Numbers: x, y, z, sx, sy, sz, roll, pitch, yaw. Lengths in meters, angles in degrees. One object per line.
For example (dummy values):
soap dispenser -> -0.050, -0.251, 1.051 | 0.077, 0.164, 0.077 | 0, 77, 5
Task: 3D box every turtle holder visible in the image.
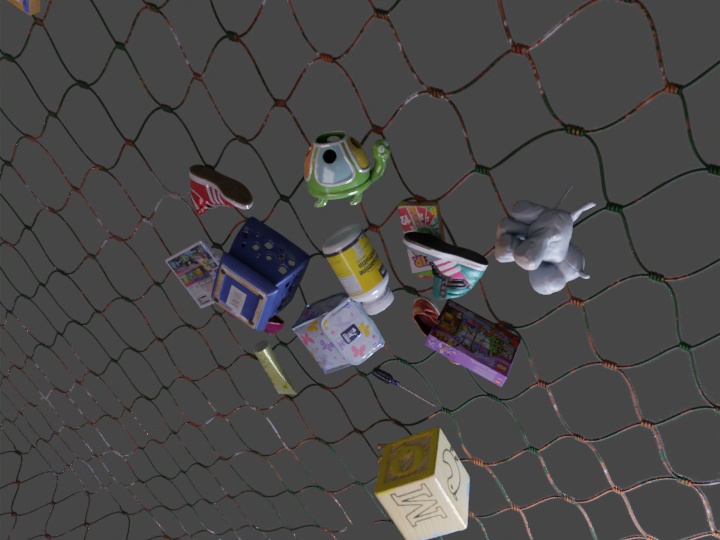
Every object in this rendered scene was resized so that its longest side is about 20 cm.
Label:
turtle holder -> -0.036, -0.223, 1.459 | 0.181, 0.141, 0.135 | 8, 127, 28

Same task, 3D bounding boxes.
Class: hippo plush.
hippo plush -> 0.373, -0.050, 1.365 | 0.199, 0.160, 0.161 | -40, 125, 3

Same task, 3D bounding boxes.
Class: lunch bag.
lunch bag -> -0.055, 0.157, 1.776 | 0.197, 0.128, 0.171 | -21, 113, 33

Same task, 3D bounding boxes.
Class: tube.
tube -> -0.260, 0.305, 2.071 | 0.058, 0.051, 0.203 | 45, 162, 58

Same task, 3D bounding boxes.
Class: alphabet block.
alphabet block -> 0.174, 0.594, 1.891 | 0.193, 0.197, 0.202 | -25, 112, 22

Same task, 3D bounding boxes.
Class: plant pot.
plant pot -> -0.271, 0.020, 1.765 | 0.197, 0.181, 0.202 | 32, 134, 4

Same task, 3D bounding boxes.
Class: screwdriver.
screwdriver -> 0.120, 0.317, 1.860 | 0.196, 0.029, 0.028 | 25, 133, 8

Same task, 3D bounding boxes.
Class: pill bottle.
pill bottle -> 0.000, 0.000, 1.627 | 0.110, 0.113, 0.203 | -15, 115, 38

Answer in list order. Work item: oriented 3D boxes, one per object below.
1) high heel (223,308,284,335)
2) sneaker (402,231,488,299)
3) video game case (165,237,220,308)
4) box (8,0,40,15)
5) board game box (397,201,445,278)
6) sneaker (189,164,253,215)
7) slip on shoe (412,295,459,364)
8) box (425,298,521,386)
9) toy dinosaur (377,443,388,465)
high heel -> -0.306, 0.113, 1.926 | 0.199, 0.068, 0.096 | 40, 145, -11
sneaker -> 0.171, -0.002, 1.508 | 0.195, 0.084, 0.123 | 20, 115, -5
video game case -> -0.460, 0.011, 1.988 | 0.197, 0.023, 0.184 | -20, 112, 41
box -> -0.825, -0.735, 1.633 | 0.117, 0.042, 0.202 | 33, 137, 6
board game box -> 0.148, -0.062, 1.549 | 0.093, 0.030, 0.204 | 4, 128, 29
sneaker -> -0.357, -0.179, 1.742 | 0.197, 0.071, 0.114 | 31, 131, 19
slip on shoe -> 0.190, 0.156, 1.664 | 0.073, 0.062, 0.202 | -24, 110, 39
box -> 0.261, 0.163, 1.571 | 0.196, 0.137, 0.040 | 28, 135, 10
toy dinosaur -> 0.104, 0.542, 2.030 | 0.103, 0.061, 0.203 | 5, 132, -6
